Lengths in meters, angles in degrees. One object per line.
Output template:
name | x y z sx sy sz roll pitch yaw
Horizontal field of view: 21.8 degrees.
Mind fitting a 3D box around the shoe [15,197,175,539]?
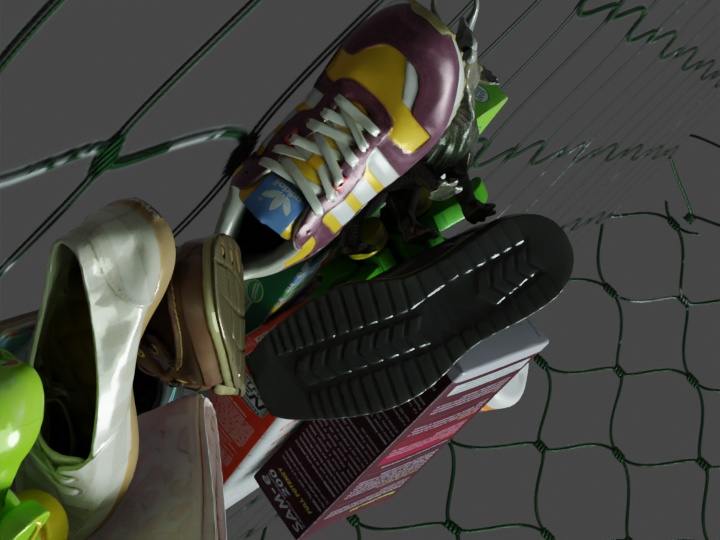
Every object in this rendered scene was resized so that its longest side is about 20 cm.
shoe | -0.142 0.056 0.907 0.053 0.070 0.201 -32 144 -53

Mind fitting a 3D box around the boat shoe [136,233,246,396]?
boat shoe | -0.094 0.030 0.982 0.067 0.072 0.200 -1 167 -4

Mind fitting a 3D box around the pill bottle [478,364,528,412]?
pill bottle | 0.015 0.061 1.400 0.199 0.115 0.114 -12 -173 25

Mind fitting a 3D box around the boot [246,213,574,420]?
boot | 0.025 0.028 1.133 0.199 0.078 0.138 -22 -174 -6

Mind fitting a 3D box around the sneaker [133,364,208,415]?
sneaker | -0.183 0.123 1.195 0.200 0.075 0.079 -49 160 -14

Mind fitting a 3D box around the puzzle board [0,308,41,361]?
puzzle board | -0.190 0.071 1.011 0.151 0.017 0.200 -47 172 17

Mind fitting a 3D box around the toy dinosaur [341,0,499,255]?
toy dinosaur | 0.022 -0.069 1.114 0.077 0.103 0.200 12 145 -44

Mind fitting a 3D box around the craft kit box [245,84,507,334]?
craft kit box | -0.010 -0.037 1.290 0.197 0.049 0.200 -41 172 -44

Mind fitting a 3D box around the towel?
towel | -0.164 0.162 0.973 0.199 0.032 0.191 -22 -144 8

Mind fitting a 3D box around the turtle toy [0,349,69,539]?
turtle toy | -0.208 0.120 0.859 0.200 0.101 0.146 -47 174 16

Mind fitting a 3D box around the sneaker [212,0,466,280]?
sneaker | -0.016 -0.060 1.004 0.090 0.075 0.200 -43 173 -45

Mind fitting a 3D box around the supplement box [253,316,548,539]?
supplement box | 0.026 0.096 1.276 0.109 0.061 0.200 -15 152 -52

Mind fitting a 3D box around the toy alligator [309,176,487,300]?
toy alligator | 0.000 0.000 1.199 0.200 0.059 0.054 -41 -148 -22

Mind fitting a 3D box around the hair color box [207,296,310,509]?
hair color box | -0.073 0.100 1.305 0.101 0.061 0.200 -31 167 -39
